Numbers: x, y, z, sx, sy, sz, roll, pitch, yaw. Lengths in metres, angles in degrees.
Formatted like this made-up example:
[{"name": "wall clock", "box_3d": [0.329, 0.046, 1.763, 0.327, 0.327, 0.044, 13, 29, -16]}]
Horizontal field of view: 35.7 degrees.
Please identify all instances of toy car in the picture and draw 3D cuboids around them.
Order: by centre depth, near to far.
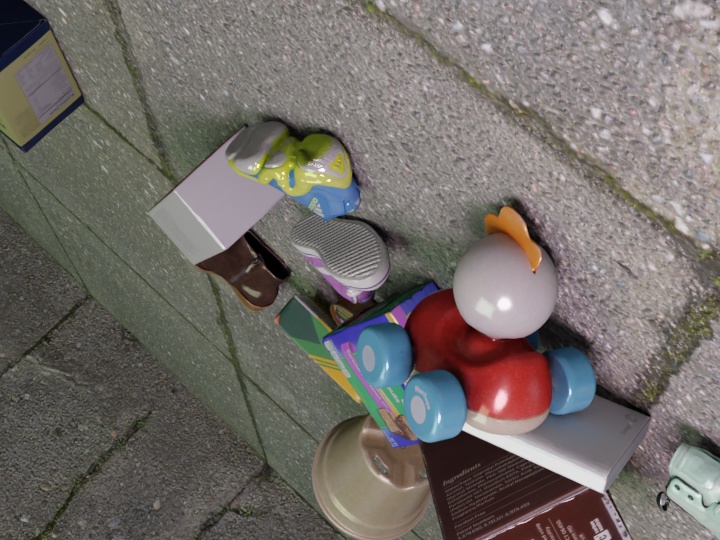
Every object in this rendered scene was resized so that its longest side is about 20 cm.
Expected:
[{"name": "toy car", "box_3d": [0.117, 0.029, 1.026, 0.177, 0.182, 0.203, 42, 130, 51]}]

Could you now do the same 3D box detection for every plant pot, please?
[{"name": "plant pot", "box_3d": [0.042, 0.287, 1.683, 0.200, 0.200, 0.184, 43, 150, 7]}]

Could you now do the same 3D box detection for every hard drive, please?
[{"name": "hard drive", "box_3d": [0.166, 0.138, 1.084, 0.198, 0.132, 0.027, 21, 117, 25]}]

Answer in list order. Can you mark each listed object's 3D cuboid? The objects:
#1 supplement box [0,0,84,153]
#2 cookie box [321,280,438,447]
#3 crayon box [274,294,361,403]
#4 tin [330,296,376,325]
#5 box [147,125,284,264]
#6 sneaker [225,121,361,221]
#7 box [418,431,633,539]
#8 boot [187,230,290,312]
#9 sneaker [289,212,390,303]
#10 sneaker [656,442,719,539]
[{"name": "supplement box", "box_3d": [-0.571, -0.334, 1.765, 0.199, 0.134, 0.201, 38, 160, 23]}, {"name": "cookie box", "box_3d": [0.061, 0.117, 1.335, 0.172, 0.075, 0.200, 56, 152, -4]}, {"name": "crayon box", "box_3d": [-0.024, 0.121, 1.587, 0.200, 0.051, 0.127, 43, -175, 10]}, {"name": "tin", "box_3d": [0.041, 0.100, 1.486, 0.199, 0.042, 0.112, 38, 165, 26]}, {"name": "box", "box_3d": [-0.182, -0.091, 1.429, 0.098, 0.124, 0.200, 49, 162, -10]}, {"name": "sneaker", "box_3d": [-0.072, -0.101, 1.242, 0.199, 0.076, 0.106, 21, 151, 51]}, {"name": "box", "box_3d": [0.176, 0.249, 1.146, 0.167, 0.163, 0.201, 59, -172, -25]}, {"name": "boot", "box_3d": [-0.194, -0.033, 1.718, 0.200, 0.072, 0.166, 46, 150, 2]}, {"name": "sneaker", "box_3d": [0.000, -0.001, 1.319, 0.115, 0.073, 0.200, 51, 172, -29]}, {"name": "sneaker", "box_3d": [0.328, 0.199, 0.978, 0.118, 0.074, 0.201, 36, 164, 8]}]
